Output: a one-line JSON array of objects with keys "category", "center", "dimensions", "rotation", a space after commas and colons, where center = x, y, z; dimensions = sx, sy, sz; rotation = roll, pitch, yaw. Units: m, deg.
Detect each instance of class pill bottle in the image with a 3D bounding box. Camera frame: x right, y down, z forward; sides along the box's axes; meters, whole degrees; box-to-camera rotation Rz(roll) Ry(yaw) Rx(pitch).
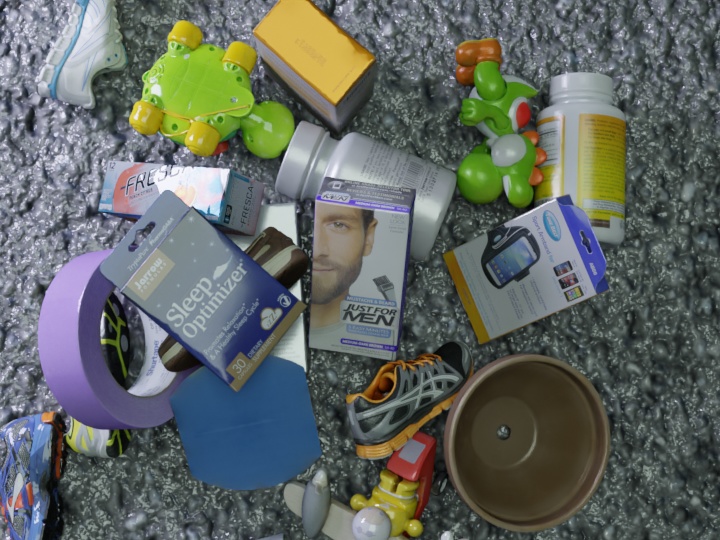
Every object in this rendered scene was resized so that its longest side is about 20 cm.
[{"category": "pill bottle", "center": [0.005, -0.099, 1.387], "dimensions": [0.198, 0.114, 0.116], "rotation": [22, 83, 0]}, {"category": "pill bottle", "center": [0.264, -0.130, 1.406], "dimensions": [0.108, 0.109, 0.203], "rotation": [3, 84, -2]}]

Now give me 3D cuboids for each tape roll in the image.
[{"category": "tape roll", "center": [-0.265, 0.076, 1.313], "dimensions": [0.065, 0.199, 0.203], "rotation": [-7, 83, 32]}]

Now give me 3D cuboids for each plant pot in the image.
[{"category": "plant pot", "center": [0.182, 0.195, 1.364], "dimensions": [0.198, 0.093, 0.204], "rotation": [-1, 92, -16]}]

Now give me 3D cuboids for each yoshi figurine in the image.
[{"category": "yoshi figurine", "center": [0.146, -0.165, 1.400], "dimensions": [0.111, 0.112, 0.203], "rotation": [-1, 71, -37]}]

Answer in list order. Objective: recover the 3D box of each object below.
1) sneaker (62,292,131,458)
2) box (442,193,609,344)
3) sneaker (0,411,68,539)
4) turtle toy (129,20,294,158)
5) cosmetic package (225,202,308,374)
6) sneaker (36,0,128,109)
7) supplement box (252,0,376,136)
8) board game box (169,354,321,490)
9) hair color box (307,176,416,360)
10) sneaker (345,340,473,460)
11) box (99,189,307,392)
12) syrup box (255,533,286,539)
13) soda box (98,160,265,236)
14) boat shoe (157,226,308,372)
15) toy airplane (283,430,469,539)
[{"category": "sneaker", "center": [-0.316, 0.118, 1.371], "dimensions": [0.075, 0.075, 0.203], "rotation": [-5, 76, 13]}, {"category": "box", "center": [0.199, -0.003, 1.363], "dimensions": [0.199, 0.041, 0.120], "rotation": [-26, 84, 37]}, {"category": "sneaker", "center": [-0.389, 0.266, 1.358], "dimensions": [0.077, 0.075, 0.203], "rotation": [1, 76, 6]}, {"category": "turtle toy", "center": [-0.171, -0.195, 1.389], "dimensions": [0.198, 0.101, 0.147], "rotation": [22, 77, 12]}, {"category": "cosmetic package", "center": [-0.117, 0.027, 1.389], "dimensions": [0.100, 0.071, 0.203], "rotation": [-4, 84, -1]}, {"category": "sneaker", "center": [-0.315, -0.289, 1.422], "dimensions": [0.086, 0.075, 0.202], "rotation": [24, 91, -7]}, {"category": "supplement box", "center": [-0.050, -0.239, 1.356], "dimensions": [0.126, 0.200, 0.074], "rotation": [41, 87, 1]}, {"category": "board game box", "center": [-0.133, 0.168, 1.358], "dimensions": [0.156, 0.039, 0.202], "rotation": [-11, 123, -2]}, {"category": "hair color box", "center": [0.000, 0.000, 1.341], "dimensions": [0.108, 0.065, 0.202], "rotation": [8, 121, 6]}, {"category": "sneaker", "center": [0.059, 0.133, 1.349], "dimensions": [0.200, 0.078, 0.078], "rotation": [-39, 110, -38]}, {"category": "box", "center": [-0.170, 0.020, 1.257], "dimensions": [0.200, 0.032, 0.122], "rotation": [41, 82, -7]}, {"category": "syrup box", "center": [-0.100, 0.414, 1.344], "dimensions": [0.080, 0.079, 0.203], "rotation": [-13, 85, -4]}, {"category": "soda box", "center": [-0.209, -0.084, 1.349], "dimensions": [0.198, 0.068, 0.065], "rotation": [6, 82, 35]}, {"category": "boat shoe", "center": [-0.155, 0.029, 1.324], "dimensions": [0.202, 0.075, 0.075], "rotation": [-39, 71, -9]}, {"category": "toy airplane", "center": [0.020, 0.303, 1.329], "dimensions": [0.198, 0.141, 0.201], "rotation": [-23, 73, 13]}]
